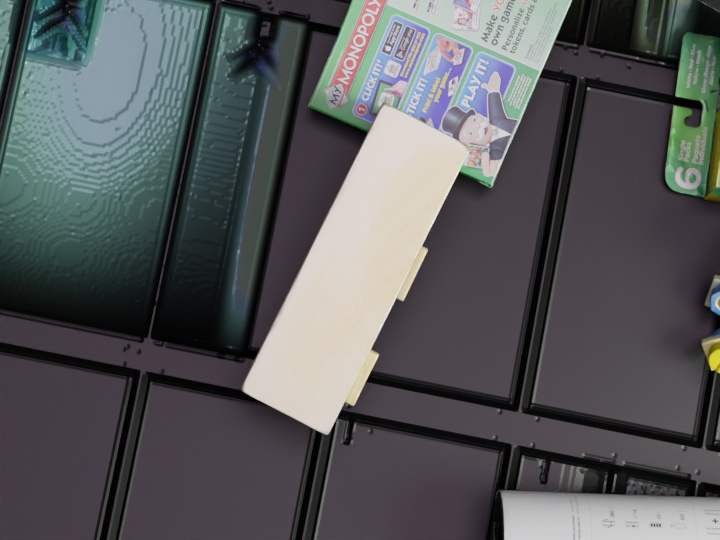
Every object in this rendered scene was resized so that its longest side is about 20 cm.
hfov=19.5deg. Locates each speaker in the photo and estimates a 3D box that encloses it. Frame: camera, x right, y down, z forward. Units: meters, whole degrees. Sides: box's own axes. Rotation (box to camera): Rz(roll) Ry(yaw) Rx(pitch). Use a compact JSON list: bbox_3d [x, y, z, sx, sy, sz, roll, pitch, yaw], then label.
[{"bbox_3d":[0.181,0.181,1.330,0.198,0.081,0.082,2,82,-3],"label":"speaker"}]

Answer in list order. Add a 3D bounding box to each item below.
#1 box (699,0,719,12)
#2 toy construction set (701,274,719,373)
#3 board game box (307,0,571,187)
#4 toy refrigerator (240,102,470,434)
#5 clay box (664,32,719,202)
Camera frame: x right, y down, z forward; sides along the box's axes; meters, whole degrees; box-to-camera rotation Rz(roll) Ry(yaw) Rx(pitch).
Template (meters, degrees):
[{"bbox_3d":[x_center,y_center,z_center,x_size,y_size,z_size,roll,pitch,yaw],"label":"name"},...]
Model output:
[{"bbox_3d":[0.188,-0.284,1.351,0.192,0.048,0.201,26,54,-10],"label":"box"},{"bbox_3d":[0.323,0.009,1.345,0.198,0.092,0.132,3,113,-4],"label":"toy construction set"},{"bbox_3d":[0.065,-0.174,1.372,0.134,0.029,0.201,24,97,1],"label":"board game box"},{"bbox_3d":[0.000,0.000,1.333,0.070,0.076,0.201,27,90,0],"label":"toy refrigerator"},{"bbox_3d":[0.308,-0.095,1.391,0.198,0.048,0.116,8,82,-3],"label":"clay box"}]
